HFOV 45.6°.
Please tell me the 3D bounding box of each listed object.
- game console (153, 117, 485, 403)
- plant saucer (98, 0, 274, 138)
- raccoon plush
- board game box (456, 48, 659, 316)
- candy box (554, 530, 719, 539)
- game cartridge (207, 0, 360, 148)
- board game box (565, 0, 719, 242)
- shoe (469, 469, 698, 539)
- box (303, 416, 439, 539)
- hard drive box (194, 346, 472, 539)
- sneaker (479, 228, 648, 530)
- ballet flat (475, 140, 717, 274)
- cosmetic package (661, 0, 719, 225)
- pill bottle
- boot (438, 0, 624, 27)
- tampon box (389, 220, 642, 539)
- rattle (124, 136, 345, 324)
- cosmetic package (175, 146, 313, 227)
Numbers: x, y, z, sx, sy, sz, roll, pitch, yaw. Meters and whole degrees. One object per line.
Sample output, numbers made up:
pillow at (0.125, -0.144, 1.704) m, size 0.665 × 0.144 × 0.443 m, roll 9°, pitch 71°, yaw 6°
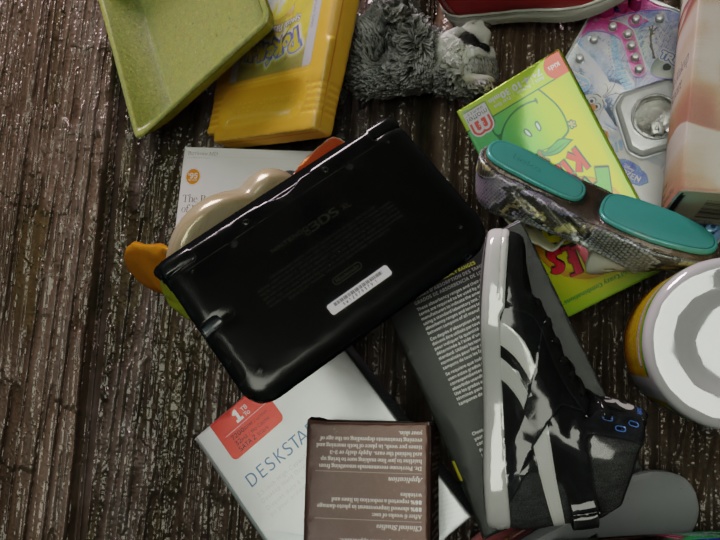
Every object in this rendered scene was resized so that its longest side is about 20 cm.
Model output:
game console at (-0.038, -0.012, 0.630) m, size 0.199 × 0.117 × 0.176 m, roll -35°, pitch 71°, yaw -13°
plant saucer at (-0.166, -0.260, 0.838) m, size 0.199 × 0.048 × 0.202 m, roll -31°, pitch 68°, yaw 32°
raccoon plush at (0.039, -0.166, 0.808) m, size 0.134 × 0.097 × 0.200 m, roll 47°, pitch 119°, yaw 4°
board game box at (0.175, -0.073, 0.737) m, size 0.101 × 0.048 × 0.202 m, roll -29°, pitch 83°, yaw 19°
candy box at (0.246, 0.281, 0.627) m, size 0.197 × 0.077 × 0.172 m, roll 3°, pitch 79°, yaw -20°
game cartridge at (-0.072, -0.218, 0.805) m, size 0.175 × 0.032 × 0.203 m, roll 2°, pitch 77°, yaw 48°
board game box at (0.264, -0.138, 0.765) m, size 0.199 × 0.026 × 0.201 m, roll 30°, pitch 88°, yaw 16°
shoe at (0.175, 0.216, 0.703) m, size 0.198 × 0.091 × 0.072 m, roll -19°, pitch 89°, yaw -21°
box at (0.010, 0.217, 0.659) m, size 0.099 × 0.075 × 0.203 m, roll 0°, pitch 79°, yaw 11°
hard drive box at (-0.021, 0.178, 0.748) m, size 0.156 × 0.077 × 0.200 m, roll -41°, pitch 74°, yaw 3°
sneaker at (0.137, 0.072, 0.584) m, size 0.110 × 0.073 × 0.203 m, roll -1°, pitch 88°, yaw 7°
ballet flat at (0.180, -0.037, 0.686) m, size 0.199 × 0.072 × 0.073 m, roll 27°, pitch 87°, yaw 17°
cosmetic package at (0.301, -0.145, 0.692) m, size 0.086 × 0.103 × 0.203 m, roll 7°, pitch 81°, yaw 12°
pill bottle at (0.256, 0.056, 0.640) m, size 0.109 × 0.200 × 0.113 m, roll -1°, pitch 84°, yaw 11°
boot at (0.150, -0.281, 0.740) m, size 0.197 × 0.144 × 0.073 m, roll -5°, pitch 70°, yaw 19°
tampon box at (0.117, 0.088, 0.694) m, size 0.125 × 0.150 × 0.202 m, roll -25°, pitch 76°, yaw 6°
rattle at (-0.105, -0.045, 0.780) m, size 0.130 × 0.143 × 0.201 m, roll 38°, pitch 82°, yaw -22°
cosmetic package at (-0.073, -0.070, 0.816) m, size 0.197 × 0.051 × 0.084 m, roll 3°, pitch 80°, yaw 13°
